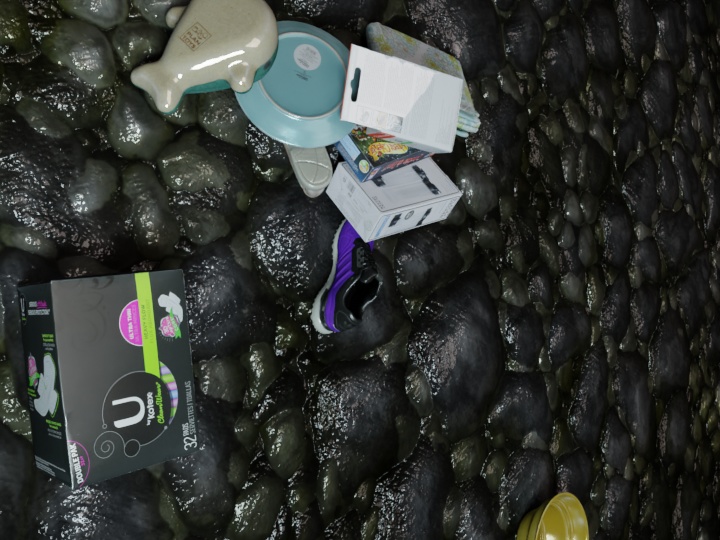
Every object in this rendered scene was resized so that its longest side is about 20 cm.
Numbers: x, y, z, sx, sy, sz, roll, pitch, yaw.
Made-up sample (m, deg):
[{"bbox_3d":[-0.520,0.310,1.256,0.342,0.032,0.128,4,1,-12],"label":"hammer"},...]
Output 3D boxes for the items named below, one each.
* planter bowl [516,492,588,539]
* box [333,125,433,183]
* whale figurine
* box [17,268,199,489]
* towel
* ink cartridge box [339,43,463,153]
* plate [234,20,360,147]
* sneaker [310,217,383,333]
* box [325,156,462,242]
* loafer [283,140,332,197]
[{"bbox_3d":[0.364,0.536,1.315,0.197,0.082,0.206,4,83,-42],"label":"planter bowl"},{"bbox_3d":[0.033,-0.226,1.051,0.198,0.038,0.138,-28,78,-45],"label":"box"},{"bbox_3d":[-0.194,-0.272,0.861,0.159,0.104,0.200,42,74,13],"label":"whale figurine"},{"bbox_3d":[-0.274,0.107,0.730,0.146,0.123,0.206,-7,93,-43],"label":"box"},{"bbox_3d":[0.101,-0.313,1.108,0.196,0.048,0.174,13,49,-30],"label":"towel"},{"bbox_3d":[0.054,-0.248,0.981,0.196,0.050,0.112,8,92,-29],"label":"ink cartridge box"},{"bbox_3d":[-0.083,-0.271,0.946,0.195,0.026,0.205,5,72,-16],"label":"plate"},{"bbox_3d":[0.000,0.000,1.006,0.069,0.098,0.204,33,63,-36],"label":"sneaker"},{"bbox_3d":[0.056,-0.124,1.060,0.198,0.061,0.117,-20,61,-42],"label":"box"},{"bbox_3d":[-0.093,-0.204,0.972,0.070,0.063,0.205,-12,79,-17],"label":"loafer"}]
